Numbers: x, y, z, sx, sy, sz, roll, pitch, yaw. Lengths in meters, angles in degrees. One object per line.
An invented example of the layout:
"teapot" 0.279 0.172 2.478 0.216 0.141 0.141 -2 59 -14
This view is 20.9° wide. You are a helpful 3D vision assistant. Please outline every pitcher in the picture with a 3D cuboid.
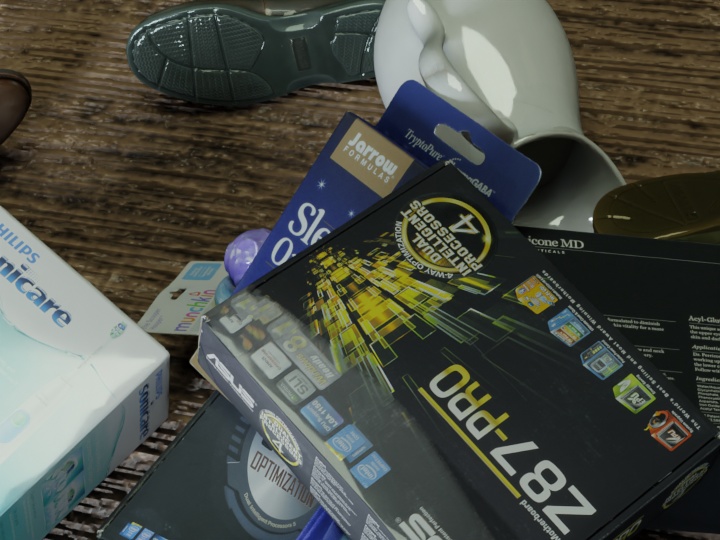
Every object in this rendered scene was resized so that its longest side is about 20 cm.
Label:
"pitcher" 0.069 -0.114 1.176 0.121 0.172 0.201 -35 46 11

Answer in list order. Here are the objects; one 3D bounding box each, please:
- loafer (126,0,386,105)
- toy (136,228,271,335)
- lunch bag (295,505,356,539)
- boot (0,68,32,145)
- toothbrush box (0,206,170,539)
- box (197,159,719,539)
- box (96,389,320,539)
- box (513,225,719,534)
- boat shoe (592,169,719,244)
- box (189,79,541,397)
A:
"loafer" -0.058 -0.157 1.331 0.198 0.073 0.063 -3 26 2
"toy" -0.025 -0.002 1.151 0.198 0.048 0.115 2 20 13
"lunch bag" 0.017 0.192 0.907 0.094 0.150 0.201 -34 17 51
"boot" -0.258 -0.023 1.246 0.186 0.064 0.200 -37 45 -3
"toothbrush box" -0.224 0.083 1.093 0.146 0.086 0.200 38 64 15
"box" 0.045 0.061 0.915 0.161 0.049 0.200 -33 67 -24
"box" -0.016 0.134 1.049 0.199 0.044 0.160 22 56 30
"box" 0.161 0.058 1.018 0.198 0.079 0.142 5 49 -3
"boat shoe" 0.233 -0.022 1.132 0.198 0.064 0.074 -11 40 -5
"box" 0.000 0.000 1.047 0.121 0.032 0.201 38 97 40
